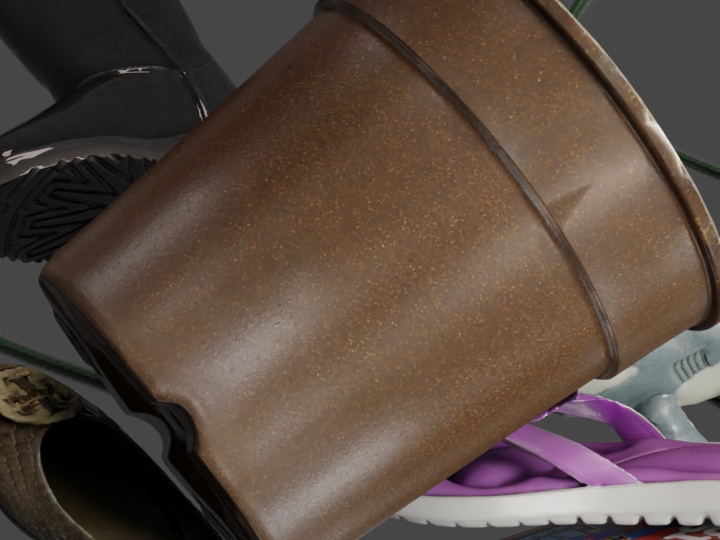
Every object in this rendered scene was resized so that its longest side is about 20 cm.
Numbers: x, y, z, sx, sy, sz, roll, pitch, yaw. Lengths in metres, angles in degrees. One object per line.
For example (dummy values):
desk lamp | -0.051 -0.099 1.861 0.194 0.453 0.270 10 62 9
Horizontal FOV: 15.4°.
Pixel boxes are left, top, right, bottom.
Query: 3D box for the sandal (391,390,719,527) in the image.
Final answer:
sandal | 0.090 0.069 1.061 0.202 0.050 0.082 0 11 3

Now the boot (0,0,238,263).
boot | -0.144 -0.101 1.151 0.165 0.066 0.200 -8 54 -44

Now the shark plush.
shark plush | 0.090 0.013 1.140 0.200 0.083 0.091 17 42 -11

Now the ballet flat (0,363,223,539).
ballet flat | -0.078 0.101 0.994 0.067 0.046 0.200 -21 60 -41

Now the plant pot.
plant pot | 0.000 0.000 0.996 0.198 0.200 0.200 -38 67 -11

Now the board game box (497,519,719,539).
board game box | 0.094 0.117 1.036 0.200 0.019 0.103 -13 11 -36
